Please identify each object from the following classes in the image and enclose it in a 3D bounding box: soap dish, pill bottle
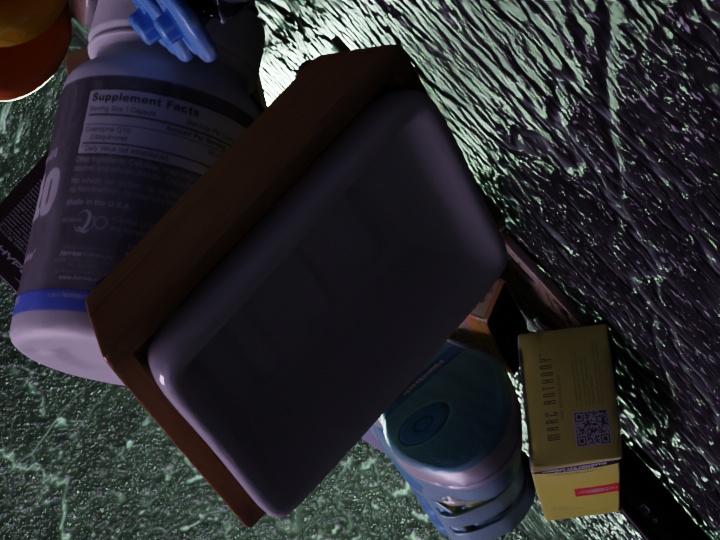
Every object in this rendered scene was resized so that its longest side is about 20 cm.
[{"bbox_3d":[-0.029,0.005,0.851,0.081,0.200,0.158,32,163,40],"label":"soap dish"},{"bbox_3d":[-0.114,-0.046,0.940,0.113,0.202,0.114,9,164,3],"label":"pill bottle"}]

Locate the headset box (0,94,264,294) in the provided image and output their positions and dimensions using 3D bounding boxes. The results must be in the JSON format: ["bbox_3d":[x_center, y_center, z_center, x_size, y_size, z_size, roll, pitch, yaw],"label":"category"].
[{"bbox_3d":[-0.135,-0.063,1.091,0.075,0.200,0.149,43,-178,4],"label":"headset box"}]

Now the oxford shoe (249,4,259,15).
[{"bbox_3d":[-0.118,-0.169,1.105,0.071,0.074,0.200,50,175,-19],"label":"oxford shoe"}]

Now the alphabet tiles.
[{"bbox_3d":[0.057,-0.035,0.989,0.200,0.008,0.167,48,175,11],"label":"alphabet tiles"}]

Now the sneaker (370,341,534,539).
[{"bbox_3d":[0.067,0.111,0.988,0.131,0.079,0.200,55,176,-18],"label":"sneaker"}]

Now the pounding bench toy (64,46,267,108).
[{"bbox_3d":[-0.116,-0.055,1.248,0.156,0.123,0.202,78,179,-82],"label":"pounding bench toy"}]

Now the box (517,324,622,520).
[{"bbox_3d":[0.119,0.090,0.978,0.200,0.050,0.076,66,-161,-72],"label":"box"}]

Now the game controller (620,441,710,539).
[{"bbox_3d":[0.208,0.186,1.168,0.200,0.042,0.104,50,175,-4],"label":"game controller"}]

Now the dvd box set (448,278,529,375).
[{"bbox_3d":[0.000,0.000,1.043,0.199,0.030,0.146,22,171,17],"label":"dvd box set"}]

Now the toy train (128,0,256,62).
[{"bbox_3d":[-0.087,-0.163,0.817,0.115,0.086,0.200,56,174,-15],"label":"toy train"}]

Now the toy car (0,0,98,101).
[{"bbox_3d":[-0.239,-0.195,1.100,0.150,0.173,0.201,100,154,-56],"label":"toy car"}]

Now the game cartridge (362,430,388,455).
[{"bbox_3d":[0.022,0.062,1.255,0.200,0.041,0.134,37,-139,-26],"label":"game cartridge"}]
